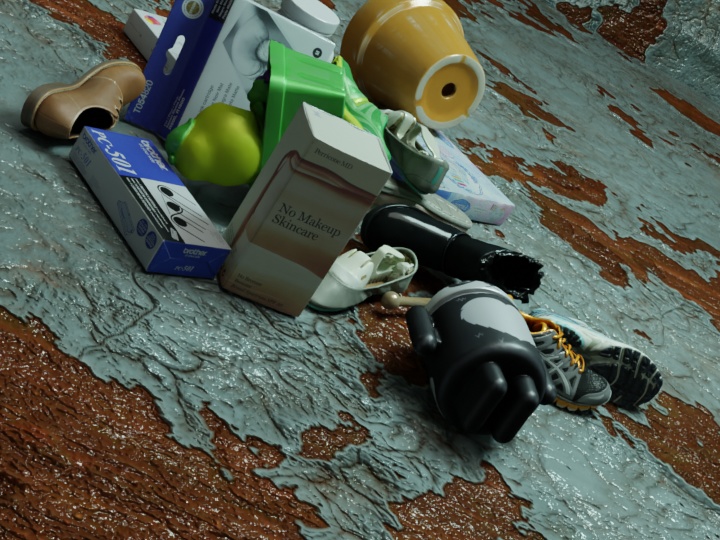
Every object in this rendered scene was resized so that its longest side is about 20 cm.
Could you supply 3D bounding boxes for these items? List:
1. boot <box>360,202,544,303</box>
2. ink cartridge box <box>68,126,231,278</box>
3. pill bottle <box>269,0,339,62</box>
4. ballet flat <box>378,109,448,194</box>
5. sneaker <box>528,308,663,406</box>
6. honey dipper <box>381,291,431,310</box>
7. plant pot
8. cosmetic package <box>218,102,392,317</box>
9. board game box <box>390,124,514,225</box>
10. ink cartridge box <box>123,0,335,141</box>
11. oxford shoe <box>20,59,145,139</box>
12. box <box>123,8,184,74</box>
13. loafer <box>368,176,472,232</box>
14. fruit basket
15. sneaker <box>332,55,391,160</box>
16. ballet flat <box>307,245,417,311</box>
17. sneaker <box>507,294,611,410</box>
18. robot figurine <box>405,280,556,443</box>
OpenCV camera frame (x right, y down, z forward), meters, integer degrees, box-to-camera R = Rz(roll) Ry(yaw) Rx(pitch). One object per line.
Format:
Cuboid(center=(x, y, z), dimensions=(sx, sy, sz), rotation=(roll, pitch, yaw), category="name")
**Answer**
Cuboid(center=(0.118, -0.020, 1.671), dimensions=(0.198, 0.073, 0.162), rotation=(18, 5, -34), category="boot")
Cuboid(center=(-0.228, -0.074, 1.446), dimensions=(0.094, 0.044, 0.200), rotation=(8, 34, -47), category="ink cartridge box")
Cuboid(center=(-0.110, -0.258, 1.751), dimensions=(0.112, 0.200, 0.112), rotation=(27, 24, -13), category="pill bottle")
Cuboid(center=(0.061, -0.178, 1.817), dimensions=(0.067, 0.064, 0.200), rotation=(15, 27, -40), category="ballet flat")
Cuboid(center=(0.300, 0.101, 1.732), dimensions=(0.200, 0.078, 0.086), rotation=(28, 21, -12), category="sneaker")
Cuboid(center=(0.093, 0.041, 1.637), dimensions=(0.200, 0.038, 0.038), rotation=(4, 37, -47), category="honey dipper")
Cuboid(center=(0.095, -0.315, 2.094), dimensions=(0.200, 0.200, 0.183), rotation=(14, 25, -37), category="plant pot")
Cuboid(center=(-0.063, -0.062, 1.434), dimensions=(0.103, 0.200, 0.087), rotation=(22, 25, -23), category="cosmetic package")
Cuboid(center=(0.105, -0.153, 2.008), dimensions=(0.199, 0.043, 0.200), rotation=(7, 35, -49), category="board game box")
Cuboid(center=(-0.158, -0.231, 1.643), dimensions=(0.200, 0.200, 0.041), rotation=(21, 8, -23), category="ink cartridge box")
Cuboid(center=(-0.298, -0.186, 1.537), dimensions=(0.071, 0.071, 0.200), rotation=(28, 32, 13), category="oxford shoe")
Cuboid(center=(-0.211, -0.291, 1.885), dimensions=(0.200, 0.041, 0.156), rotation=(7, 34, -47), category="box")
Cuboid(center=(0.056, -0.084, 1.809), dimensions=(0.200, 0.063, 0.072), rotation=(24, 20, -27), category="loafer")
Cuboid(center=(-0.124, -0.152, 1.561), dimensions=(0.215, 0.216, 0.156), rotation=(26, 25, -17), category="fruit basket")
Cuboid(center=(-0.013, -0.202, 1.783), dimensions=(0.084, 0.074, 0.200), rotation=(20, 39, -37), category="sneaker")
Cuboid(center=(0.000, 0.000, 1.564), dimensions=(0.067, 0.064, 0.200), rotation=(43, 26, 22), category="ballet flat")
Cuboid(center=(0.226, 0.102, 1.637), dimensions=(0.200, 0.077, 0.078), rotation=(29, 22, -13), category="sneaker")
Cuboid(center=(0.132, 0.095, 1.468), dimensions=(0.200, 0.125, 0.150), rotation=(-105, 171, -57), category="robot figurine")
